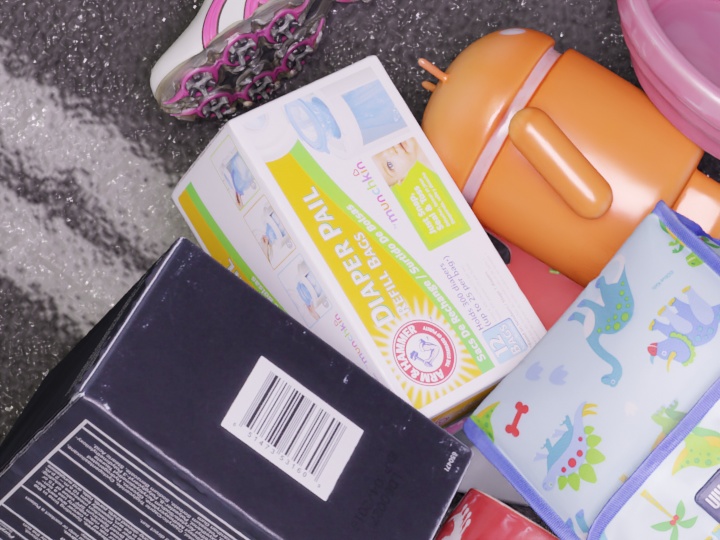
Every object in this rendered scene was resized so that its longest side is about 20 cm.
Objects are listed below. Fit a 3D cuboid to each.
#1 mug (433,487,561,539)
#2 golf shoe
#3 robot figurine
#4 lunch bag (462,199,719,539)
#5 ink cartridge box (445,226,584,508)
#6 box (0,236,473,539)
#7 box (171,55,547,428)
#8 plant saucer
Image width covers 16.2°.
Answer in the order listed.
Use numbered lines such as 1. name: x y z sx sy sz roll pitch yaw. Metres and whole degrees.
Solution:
1. mug: 0.053 0.229 1.359 0.133 0.178 0.200 34 83 2
2. golf shoe: -0.057 -0.173 1.544 0.200 0.073 0.092 -42 61 -8
3. robot figurine: 0.119 -0.063 1.449 0.200 0.144 0.117 32 131 6
4. lunch bag: 0.182 0.093 1.330 0.170 0.127 0.200 -49 62 11
5. ink cartridge box: 0.049 0.042 1.513 0.199 0.044 0.174 11 86 10
6. box: -0.082 0.115 1.362 0.200 0.198 0.123 37 53 -9
7. box: 0.000 0.000 1.428 0.112 0.101 0.200 -27 81 -32
8. plant saucer: 0.232 -0.117 1.449 0.200 0.200 0.051 38 128 11
